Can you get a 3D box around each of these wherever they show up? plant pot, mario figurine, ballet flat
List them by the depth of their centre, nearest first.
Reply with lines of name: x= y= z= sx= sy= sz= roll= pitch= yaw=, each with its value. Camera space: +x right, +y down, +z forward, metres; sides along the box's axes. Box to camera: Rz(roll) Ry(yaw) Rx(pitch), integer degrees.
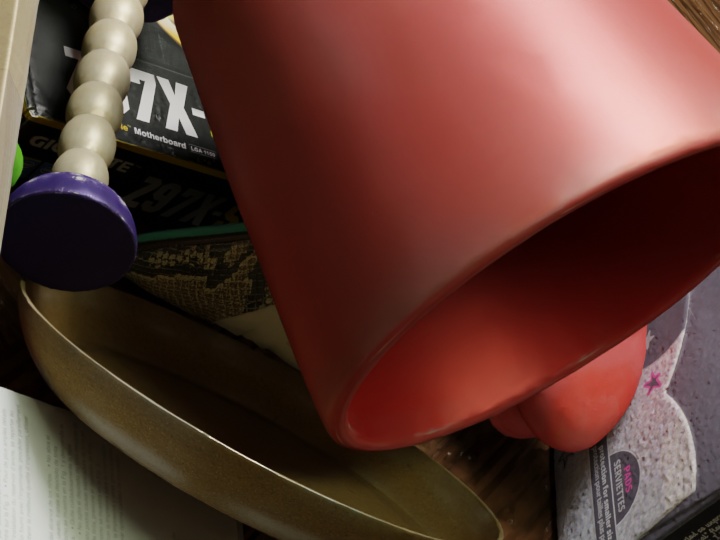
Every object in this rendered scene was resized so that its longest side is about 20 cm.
plant pot: x=-0.041 y=0.060 z=0.783 sx=0.199 sy=0.028 sz=0.200 roll=29 pitch=6 yaw=-4
plant pot: x=0.032 y=-0.059 z=0.788 sx=0.200 sy=0.200 sz=0.178 roll=-7 pitch=58 yaw=-51
ballet flat: x=0.000 y=0.000 z=0.888 sx=0.199 sy=0.068 sz=0.076 roll=-15 pitch=90 yaw=-23
mario figurine: x=0.059 y=0.005 z=0.999 sx=0.106 sy=0.123 sz=0.200 roll=68 pitch=-2 yaw=-56

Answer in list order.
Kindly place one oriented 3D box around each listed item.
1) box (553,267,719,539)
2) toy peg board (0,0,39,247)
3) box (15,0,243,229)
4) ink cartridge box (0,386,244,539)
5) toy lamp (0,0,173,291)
box: x=0.168 y=0.069 z=0.998 sx=0.114 sy=0.132 sz=0.201 roll=29 pitch=40 yaw=-24
toy peg board: x=-0.192 y=-0.001 z=0.629 sx=0.098 sy=0.199 sz=0.200 roll=77 pitch=14 yaw=-59
box: x=-0.086 y=-0.095 z=0.932 sx=0.200 sy=0.049 sz=0.160 roll=16 pitch=49 yaw=-40
ink cartridge box: x=-0.129 y=0.095 z=0.709 sx=0.200 sy=0.050 sz=0.109 roll=23 pitch=43 yaw=-33
toy lamp: x=-0.096 y=-0.082 z=0.818 sx=0.058 sy=0.058 sz=0.201 roll=31 pitch=41 yaw=-27
